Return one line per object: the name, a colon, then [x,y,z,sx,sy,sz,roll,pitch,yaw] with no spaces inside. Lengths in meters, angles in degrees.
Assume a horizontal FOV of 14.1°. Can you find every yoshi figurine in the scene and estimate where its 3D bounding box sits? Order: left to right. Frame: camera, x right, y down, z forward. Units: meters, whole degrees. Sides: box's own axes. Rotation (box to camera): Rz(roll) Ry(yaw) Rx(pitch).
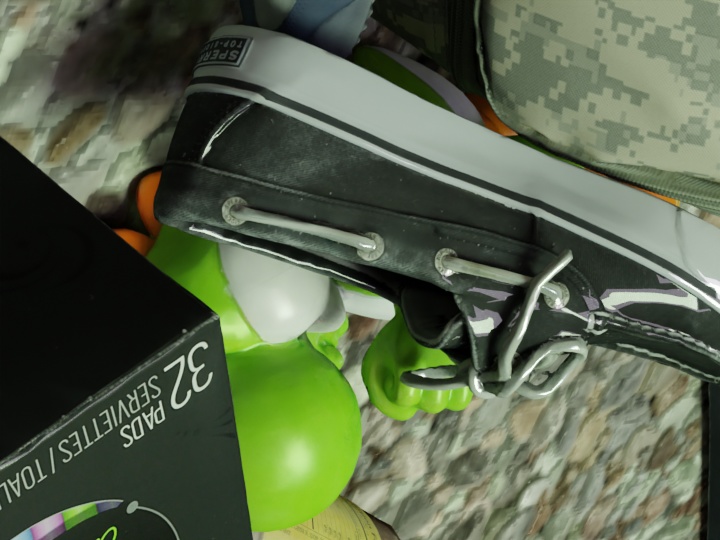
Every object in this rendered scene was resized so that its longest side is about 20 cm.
yoshi figurine: [0.003,0.014,0.897,0.199,0.112,0.113,-26,147,-29]

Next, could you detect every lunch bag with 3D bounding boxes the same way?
lunch bag: [0.090,-0.128,0.803,0.139,0.168,0.201,-28,140,-32]

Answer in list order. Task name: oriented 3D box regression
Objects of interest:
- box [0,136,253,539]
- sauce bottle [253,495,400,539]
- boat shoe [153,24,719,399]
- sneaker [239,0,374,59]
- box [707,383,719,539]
box: [-0.140,0.078,0.714,0.200,0.124,0.149,-37,145,-24]
sauce bottle: [-0.021,0.106,0.994,0.066,0.066,0.200,-51,148,0]
boat shoe: [0.036,0.001,0.815,0.199,0.074,0.068,25,76,-22]
sneaker: [-0.035,-0.131,0.758,0.082,0.070,0.201,-12,136,-15]
box: [0.249,0.112,1.207,0.107,0.200,0.149,-37,146,-23]
